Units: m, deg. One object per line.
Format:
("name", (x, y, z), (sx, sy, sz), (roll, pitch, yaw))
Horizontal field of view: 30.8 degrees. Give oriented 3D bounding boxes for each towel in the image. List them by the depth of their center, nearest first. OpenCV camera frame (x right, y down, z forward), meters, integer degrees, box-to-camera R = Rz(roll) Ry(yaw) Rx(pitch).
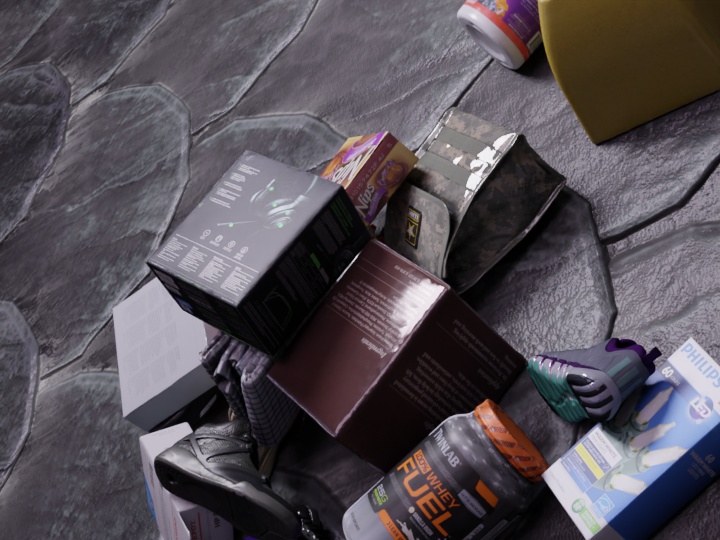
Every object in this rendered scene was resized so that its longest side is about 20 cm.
("towel", (-0.097, 0.089, 1.562), (0.085, 0.166, 0.201), (23, 63, 23))

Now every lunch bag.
("lunch bag", (0.118, -0.078, 1.573), (0.201, 0.117, 0.164), (-53, 31, -1))

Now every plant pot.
("plant pot", (0.300, -0.309, 1.521), (0.193, 0.200, 0.197), (-23, 45, 29))

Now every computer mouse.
("computer mouse", (-0.189, 0.159, 1.737), (0.200, 0.046, 0.140), (-49, 29, -15))

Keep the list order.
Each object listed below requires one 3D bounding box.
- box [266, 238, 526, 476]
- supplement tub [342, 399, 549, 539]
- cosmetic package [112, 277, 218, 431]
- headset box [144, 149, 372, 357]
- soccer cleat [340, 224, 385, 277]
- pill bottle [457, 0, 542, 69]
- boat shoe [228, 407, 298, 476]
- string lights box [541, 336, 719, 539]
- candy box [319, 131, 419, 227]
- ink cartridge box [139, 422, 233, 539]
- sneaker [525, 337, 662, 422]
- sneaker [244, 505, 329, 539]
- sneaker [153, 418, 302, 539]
("box", (0.040, 0.108, 1.452), (0.201, 0.166, 0.164), (-51, 38, -4))
("supplement tub", (0.088, 0.233, 1.333), (0.200, 0.122, 0.123), (-44, 38, 7))
("cosmetic package", (-0.256, 0.093, 1.757), (0.150, 0.052, 0.201), (-35, 43, 19))
("headset box", (-0.111, -0.029, 1.488), (0.173, 0.093, 0.200), (22, 64, 42))
("soccer cleat", (0.000, 0.000, 1.669), (0.077, 0.069, 0.201), (-42, 40, 18))
("pill bottle", (0.230, -0.374, 1.719), (0.200, 0.111, 0.111), (-49, 37, 0))
("boat shoe", (-0.129, 0.185, 1.638), (0.072, 0.065, 0.202), (-3, 57, 43))
("string lights box", (0.280, 0.171, 1.245), (0.200, 0.059, 0.103), (-44, 35, 7))
("candy box", (-0.006, -0.109, 1.634), (0.117, 0.056, 0.200), (-52, 12, -6))
("ink cartridge box", (-0.201, 0.290, 1.571), (0.067, 0.117, 0.200), (-14, 33, -20))
("sneaker", (0.236, 0.105, 1.319), (0.087, 0.075, 0.200), (-33, 8, -10))
("sneaker", (-0.063, 0.310, 1.462), (0.199, 0.070, 0.100), (-3, 54, 43))
("sneaker", (-0.129, 0.230, 1.483), (0.198, 0.077, 0.114), (20, 45, 33))
